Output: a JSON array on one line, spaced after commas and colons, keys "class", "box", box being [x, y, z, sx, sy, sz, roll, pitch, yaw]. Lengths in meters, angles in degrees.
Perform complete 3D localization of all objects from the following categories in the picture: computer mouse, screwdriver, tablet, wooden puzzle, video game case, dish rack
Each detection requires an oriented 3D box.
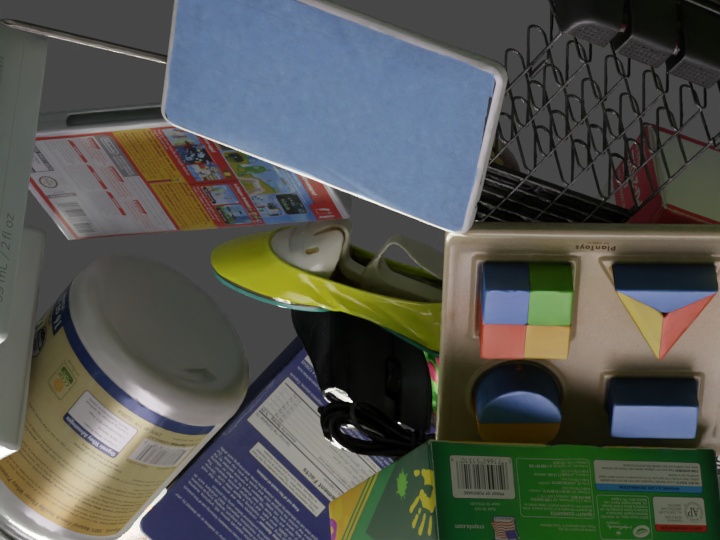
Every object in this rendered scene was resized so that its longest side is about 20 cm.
[{"class": "computer mouse", "box": [0.015, 0.064, 1.836, 0.138, 0.200, 0.053, 24, 113, -32]}, {"class": "screwdriver", "box": [-0.117, -0.122, 1.618, 0.199, 0.028, 0.029, 8, 125, -14]}, {"class": "tablet", "box": [-0.018, -0.101, 1.560, 0.199, 0.014, 0.131, 22, 135, 10]}, {"class": "wooden puzzle", "box": [0.141, 0.053, 1.662, 0.184, 0.046, 0.201, 0, 132, -1]}, {"class": "video game case", "box": [-0.120, -0.065, 1.747, 0.198, 0.018, 0.143, -4, 152, 16]}, {"class": "dish rack", "box": [0.130, -0.088, 1.583, 0.153, 0.055, 0.200, 19, 137, -25]}]

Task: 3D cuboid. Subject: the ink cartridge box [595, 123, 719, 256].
[{"class": "ink cartridge box", "box": [0.198, 0.023, 1.727, 0.144, 0.085, 0.200, 18, 129, -19]}]

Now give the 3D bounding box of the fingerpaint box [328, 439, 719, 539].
[{"class": "fingerpaint box", "box": [0.102, 0.164, 1.722, 0.199, 0.074, 0.167, 4, 161, -23]}]

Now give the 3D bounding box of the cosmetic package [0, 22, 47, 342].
[{"class": "cosmetic package", "box": [-0.303, -0.059, 1.582, 0.199, 0.201, 0.123, 17, 151, -26]}]

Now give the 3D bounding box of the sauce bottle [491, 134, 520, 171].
[{"class": "sauce bottle", "box": [0.058, -0.064, 1.671, 0.066, 0.066, 0.200, -11, 147, 28]}]

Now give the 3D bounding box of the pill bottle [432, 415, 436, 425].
[{"class": "pill bottle", "box": [0.034, 0.141, 2.039, 0.199, 0.105, 0.104, 11, 153, -13]}]

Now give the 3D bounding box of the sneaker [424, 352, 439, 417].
[{"class": "sneaker", "box": [0.082, 0.056, 1.920, 0.083, 0.077, 0.200, -26, 149, -8]}]

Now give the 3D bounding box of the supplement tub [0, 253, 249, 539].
[{"class": "supplement tub", "box": [-0.185, 0.102, 1.881, 0.144, 0.145, 0.200, 23, 123, -33]}]

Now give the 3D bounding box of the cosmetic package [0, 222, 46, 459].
[{"class": "cosmetic package", "box": [-0.340, 0.040, 1.821, 0.199, 0.166, 0.164, 21, 150, -31]}]

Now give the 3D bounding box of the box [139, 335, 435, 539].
[{"class": "box", "box": [-0.055, 0.144, 1.945, 0.121, 0.200, 0.032, 45, 175, -19]}]

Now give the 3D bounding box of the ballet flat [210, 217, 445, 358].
[{"class": "ballet flat", "box": [0.000, 0.000, 1.805, 0.199, 0.067, 0.067, 20, 124, 6]}]

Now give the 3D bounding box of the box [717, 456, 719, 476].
[{"class": "box", "box": [0.193, 0.058, 1.846, 0.199, 0.044, 0.161, 9, 129, -13]}]

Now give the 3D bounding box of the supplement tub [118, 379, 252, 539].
[{"class": "supplement tub", "box": [-0.171, 0.142, 2.049, 0.122, 0.123, 0.199, 25, 146, -36]}]
